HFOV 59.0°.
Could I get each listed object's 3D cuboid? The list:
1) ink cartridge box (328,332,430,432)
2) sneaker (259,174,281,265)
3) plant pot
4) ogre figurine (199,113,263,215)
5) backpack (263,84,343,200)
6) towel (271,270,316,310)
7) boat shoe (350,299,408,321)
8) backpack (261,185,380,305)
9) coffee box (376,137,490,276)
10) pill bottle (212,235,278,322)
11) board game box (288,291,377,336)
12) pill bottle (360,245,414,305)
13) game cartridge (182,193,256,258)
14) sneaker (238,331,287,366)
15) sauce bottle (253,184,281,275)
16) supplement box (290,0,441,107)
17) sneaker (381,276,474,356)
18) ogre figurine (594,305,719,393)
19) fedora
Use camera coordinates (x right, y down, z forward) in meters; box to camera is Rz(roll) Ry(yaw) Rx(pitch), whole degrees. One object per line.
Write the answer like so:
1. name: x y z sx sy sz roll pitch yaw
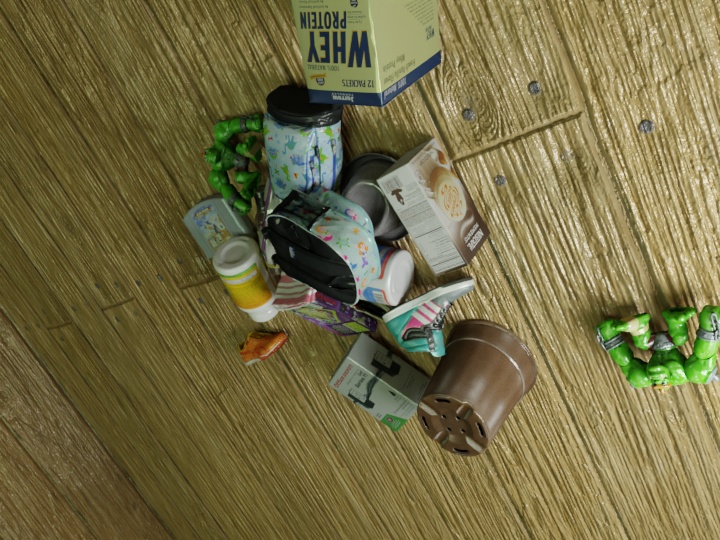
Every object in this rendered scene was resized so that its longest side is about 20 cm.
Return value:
1. ink cartridge box: 0.041 0.255 1.449 0.198 0.083 0.147 34 138 3
2. sneaker: -0.158 -0.101 1.328 0.075 0.098 0.203 -120 38 -57
3. plant pot: 0.217 0.235 1.233 0.198 0.198 0.203 19 131 23
4. ogre figurine: -0.263 -0.228 1.325 0.118 0.098 0.203 20 129 27
5. backpack: -0.105 -0.219 1.193 0.162 0.154 0.202 24 146 29
6. towel: -0.123 -0.021 1.310 0.030 0.204 0.145 19 161 -31
7. boat shoe: 0.008 0.058 1.360 0.198 0.063 0.072 22 135 25
8. backpack: -0.053 -0.040 1.136 0.199 0.150 0.179 31 150 31
9. coffee box: 0.130 -0.109 1.104 0.079 0.114 0.201 -21 108 44
10. pill bottle: -0.258 0.027 1.489 0.110 0.112 0.202 14 143 29
11. board game box: -0.071 0.095 1.394 0.119 0.033 0.199 -18 144 41
12. pill bottle: 0.000 0.000 1.286 0.197 0.112 0.114 11 128 31
13. game cartridge: -0.344 -0.110 1.523 0.198 0.042 0.134 -18 113 44
14. sneaker: -0.263 0.194 1.665 0.199 0.073 0.078 -27 94 43
15. sauce bottle: -0.196 -0.090 1.404 0.064 0.065 0.203 12 126 30
16. supplement box: 0.013 -0.374 0.930 0.132 0.200 0.202 12 129 31
17. sneaker: 0.147 0.100 1.222 0.198 0.083 0.122 -28 82 24
18. ogre figurine: 0.485 0.126 1.017 0.198 0.098 0.122 -18 92 29
19. fedora: 0.018 -0.120 1.197 0.177 0.090 0.200 46 137 -1
